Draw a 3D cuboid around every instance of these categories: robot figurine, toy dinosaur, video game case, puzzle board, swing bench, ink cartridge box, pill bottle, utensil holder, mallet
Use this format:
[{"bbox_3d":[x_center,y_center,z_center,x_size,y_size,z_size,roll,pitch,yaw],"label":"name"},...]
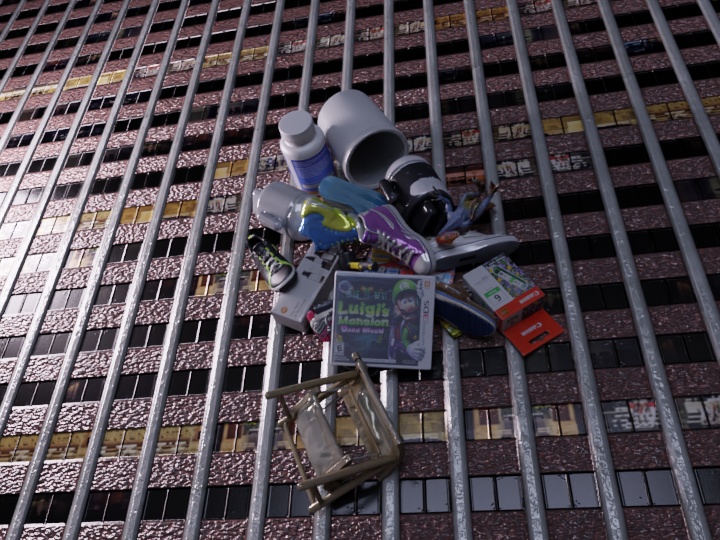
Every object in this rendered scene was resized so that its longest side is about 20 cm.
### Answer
[{"bbox_3d":[-0.166,-0.140,1.502,0.199,0.114,0.169,25,40,28],"label":"robot figurine"},{"bbox_3d":[0.230,-0.111,1.346,0.105,0.200,0.182,27,78,42],"label":"toy dinosaur"},{"bbox_3d":[0.044,0.097,1.239,0.198,0.023,0.184,3,89,-1],"label":"video game case"},{"bbox_3d":[0.113,-0.028,1.398,0.198,0.017,0.152,5,51,16],"label":"puzzle board"},{"bbox_3d":[-0.043,0.292,1.157,0.198,0.130,0.200,-22,52,-9],"label":"swing bench"},{"bbox_3d":[0.305,0.064,1.272,0.108,0.051,0.200,-28,53,-13],"label":"ink cartridge box"},{"bbox_3d":[0.131,-0.171,1.446,0.124,0.150,0.201,-33,53,10],"label":"robot figurine"},{"bbox_3d":[-0.130,-0.285,1.541,0.111,0.201,0.113,-6,54,9],"label":"pill bottle"},{"bbox_3d":[0.000,-0.325,1.561,0.169,0.171,0.201,-28,51,-7],"label":"utensil holder"},{"bbox_3d":[0.000,0.000,1.326,0.041,0.067,0.200,-14,12,-17],"label":"mallet"}]

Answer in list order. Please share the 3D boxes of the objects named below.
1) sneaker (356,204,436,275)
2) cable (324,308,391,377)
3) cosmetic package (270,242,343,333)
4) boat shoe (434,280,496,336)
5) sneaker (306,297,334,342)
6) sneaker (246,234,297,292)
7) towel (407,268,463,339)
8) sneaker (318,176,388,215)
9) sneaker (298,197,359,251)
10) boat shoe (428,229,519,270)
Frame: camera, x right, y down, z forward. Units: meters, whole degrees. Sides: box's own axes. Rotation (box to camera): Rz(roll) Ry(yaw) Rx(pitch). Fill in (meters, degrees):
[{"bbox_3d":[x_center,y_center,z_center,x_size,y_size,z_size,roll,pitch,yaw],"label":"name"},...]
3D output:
[{"bbox_3d":[0.064,-0.053,1.332,0.114,0.073,0.201,-16,52,-38],"label":"sneaker"},{"bbox_3d":[0.038,0.117,1.268,0.199,0.051,0.164,-25,85,-4],"label":"cable"},{"bbox_3d":[-0.113,0.034,1.403,0.082,0.051,0.201,15,60,24],"label":"cosmetic package"},{"bbox_3d":[0.191,0.061,1.275,0.199,0.073,0.072,27,52,23],"label":"boat shoe"},{"bbox_3d":[-0.011,0.081,1.336,0.199,0.081,0.075,-26,80,0],"label":"sneaker"},{"bbox_3d":[-0.211,-0.021,1.419,0.072,0.083,0.200,-46,38,-2],"label":"sneaker"},{"bbox_3d":[0.169,0.054,1.342,0.086,0.018,0.200,-29,52,-15],"label":"towel"},{"bbox_3d":[-0.001,-0.156,1.494,0.199,0.081,0.077,29,85,7],"label":"sneaker"},{"bbox_3d":[-0.048,-0.082,1.417,0.198,0.076,0.106,24,100,-11],"label":"sneaker"},{"bbox_3d":[0.238,-0.056,1.349,0.198,0.074,0.066,-9,57,-13],"label":"boat shoe"}]
